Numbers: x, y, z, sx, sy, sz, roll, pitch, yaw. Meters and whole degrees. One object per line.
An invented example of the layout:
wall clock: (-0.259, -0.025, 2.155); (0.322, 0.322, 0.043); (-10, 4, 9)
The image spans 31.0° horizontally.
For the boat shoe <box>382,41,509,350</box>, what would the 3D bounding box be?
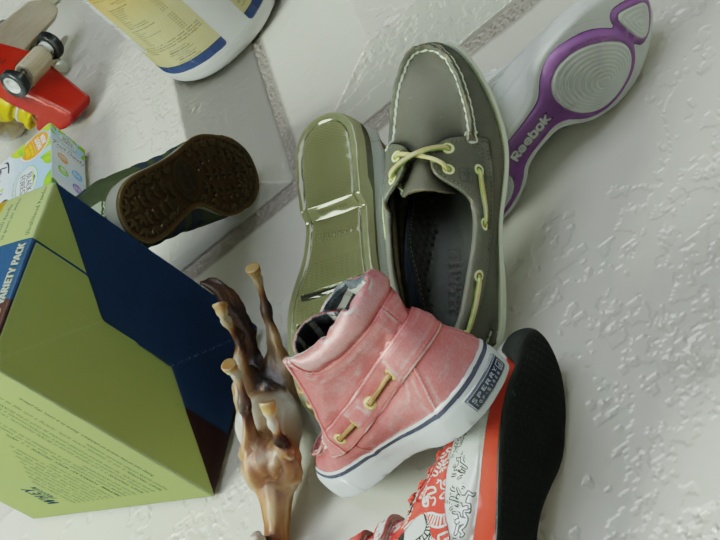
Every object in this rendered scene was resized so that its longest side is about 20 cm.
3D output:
boat shoe: (0.048, -0.042, 0.770); (0.072, 0.060, 0.202); (-7, 84, 23)

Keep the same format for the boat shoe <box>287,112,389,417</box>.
boat shoe: (0.000, 0.000, 0.848); (0.075, 0.068, 0.200); (-6, 75, 36)

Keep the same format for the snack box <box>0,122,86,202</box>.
snack box: (-0.345, -0.029, 1.230); (0.200, 0.053, 0.142); (-36, 41, 17)

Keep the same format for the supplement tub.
supplement tub: (-0.187, -0.281, 1.162); (0.144, 0.200, 0.144); (-26, 43, 27)

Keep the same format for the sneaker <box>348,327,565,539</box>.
sneaker: (0.044, 0.126, 0.699); (0.108, 0.067, 0.202); (-11, 54, 36)

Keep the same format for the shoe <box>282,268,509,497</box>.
shoe: (-0.002, 0.062, 0.719); (0.071, 0.091, 0.200); (-55, 7, -29)

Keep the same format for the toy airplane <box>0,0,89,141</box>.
toy airplane: (-0.391, -0.192, 1.342); (0.200, 0.141, 0.199); (-18, 52, -11)

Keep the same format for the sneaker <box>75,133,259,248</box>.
sneaker: (-0.158, -0.052, 0.972); (0.090, 0.067, 0.200); (-16, 8, 25)

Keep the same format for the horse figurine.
horse figurine: (-0.064, 0.084, 0.820); (0.050, 0.133, 0.200); (-12, 38, -3)

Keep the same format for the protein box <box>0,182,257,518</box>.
protein box: (-0.220, 0.066, 0.905); (0.200, 0.199, 0.135); (-15, 50, 38)

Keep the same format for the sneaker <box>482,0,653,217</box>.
sneaker: (0.099, -0.115, 0.839); (0.200, 0.075, 0.100); (-45, 39, 7)

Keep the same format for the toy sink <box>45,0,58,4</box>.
toy sink: (-0.388, -0.424, 1.485); (0.130, 0.200, 0.112); (-39, 38, 12)
